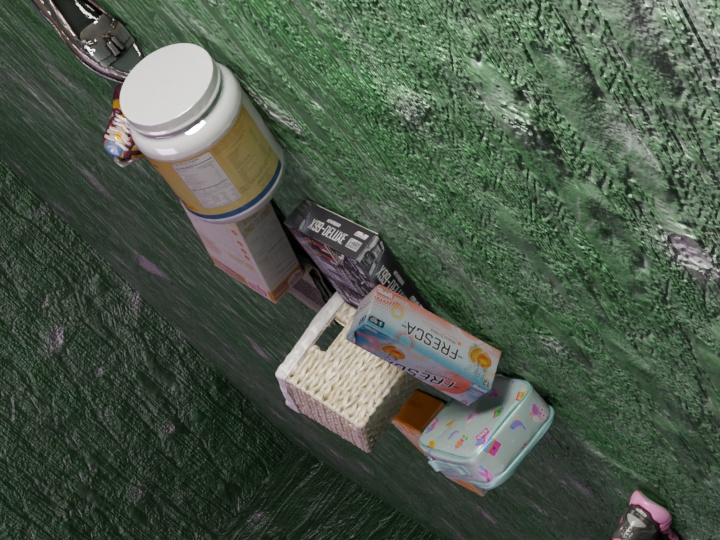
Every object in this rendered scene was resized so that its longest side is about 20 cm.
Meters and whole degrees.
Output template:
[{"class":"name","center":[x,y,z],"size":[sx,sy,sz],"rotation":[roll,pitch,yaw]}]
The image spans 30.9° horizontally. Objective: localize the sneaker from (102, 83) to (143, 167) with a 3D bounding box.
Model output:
[{"class":"sneaker","center":[-0.350,-0.215,1.969],"size":[0.075,0.090,0.200],"rotation":[37,167,11]}]

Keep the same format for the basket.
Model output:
[{"class":"basket","center":[-0.004,0.151,1.996],"size":[0.161,0.198,0.200],"rotation":[34,165,14]}]

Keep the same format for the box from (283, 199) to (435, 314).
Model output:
[{"class":"box","center":[0.000,0.000,1.807],"size":[0.158,0.050,0.200],"rotation":[27,162,44]}]

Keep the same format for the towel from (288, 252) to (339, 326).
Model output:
[{"class":"towel","center":[-0.117,-0.004,2.172],"size":[0.200,0.035,0.193],"rotation":[35,163,30]}]

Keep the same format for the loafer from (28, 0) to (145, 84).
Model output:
[{"class":"loafer","center":[-0.362,-0.324,1.706],"size":[0.200,0.072,0.063],"rotation":[42,161,1]}]

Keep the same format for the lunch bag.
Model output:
[{"class":"lunch bag","center":[0.174,0.228,1.836],"size":[0.077,0.160,0.200],"rotation":[44,165,-15]}]

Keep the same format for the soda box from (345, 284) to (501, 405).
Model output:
[{"class":"soda box","center":[0.086,0.101,1.741],"size":[0.200,0.069,0.064],"rotation":[29,146,-11]}]

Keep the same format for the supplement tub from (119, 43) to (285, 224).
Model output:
[{"class":"supplement tub","center":[-0.192,-0.165,1.585],"size":[0.145,0.145,0.200],"rotation":[30,163,36]}]

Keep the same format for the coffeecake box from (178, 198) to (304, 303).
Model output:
[{"class":"coffeecake box","center":[-0.188,-0.062,2.014],"size":[0.153,0.073,0.200],"rotation":[30,156,36]}]

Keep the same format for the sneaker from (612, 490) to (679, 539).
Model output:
[{"class":"sneaker","center":[0.407,0.395,1.892],"size":[0.079,0.095,0.200],"rotation":[29,164,33]}]

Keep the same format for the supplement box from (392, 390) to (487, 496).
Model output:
[{"class":"supplement box","center":[0.152,0.308,2.342],"size":[0.200,0.074,0.126],"rotation":[46,166,-27]}]
